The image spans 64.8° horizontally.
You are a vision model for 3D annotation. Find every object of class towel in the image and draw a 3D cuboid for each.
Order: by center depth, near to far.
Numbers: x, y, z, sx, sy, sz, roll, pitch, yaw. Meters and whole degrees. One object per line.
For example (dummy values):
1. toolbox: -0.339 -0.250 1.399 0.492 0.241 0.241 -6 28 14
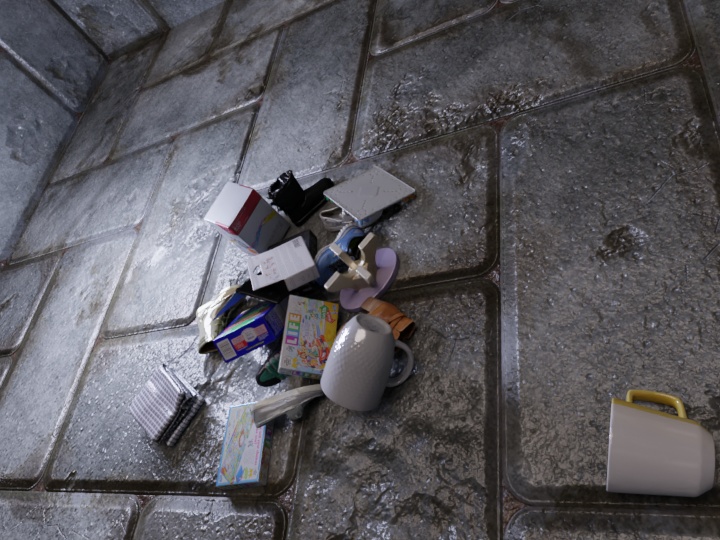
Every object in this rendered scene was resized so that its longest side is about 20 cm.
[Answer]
1. towel: -0.559 0.380 1.615 0.198 0.086 0.167 27 77 42

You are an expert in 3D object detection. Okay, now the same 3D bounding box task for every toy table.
1. toy table: 0.000 0.000 1.479 0.182 0.117 0.202 24 75 42

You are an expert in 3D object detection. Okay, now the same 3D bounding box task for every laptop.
1. laptop: -0.271 0.074 1.548 0.196 0.118 0.187 15 26 16

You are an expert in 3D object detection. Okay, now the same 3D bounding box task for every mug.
1. mug: 0.491 0.281 0.935 0.150 0.150 0.191 3 67 26
2. mug: 0.026 0.202 1.275 0.148 0.196 0.179 -112 38 -65

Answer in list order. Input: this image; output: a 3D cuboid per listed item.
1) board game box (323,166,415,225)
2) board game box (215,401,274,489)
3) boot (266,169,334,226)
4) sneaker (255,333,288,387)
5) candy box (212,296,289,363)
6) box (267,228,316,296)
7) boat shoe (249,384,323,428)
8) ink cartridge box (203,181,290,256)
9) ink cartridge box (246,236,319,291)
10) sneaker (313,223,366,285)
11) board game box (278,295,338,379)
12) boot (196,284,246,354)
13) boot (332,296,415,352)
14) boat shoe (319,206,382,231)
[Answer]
1. board game box: 0.024 -0.216 1.621 0.197 0.026 0.200 -29 42 -21
2. board game box: -0.285 0.435 1.424 0.132 0.034 0.204 -15 52 25
3. boot: -0.185 -0.246 1.743 0.199 0.163 0.073 -48 47 -5
4. sneaker: -0.205 0.220 1.506 0.199 0.075 0.087 -42 35 -14
5. candy box: -0.274 0.147 1.521 0.167 0.078 0.200 -26 9 17
6. box: -0.204 -0.007 1.672 0.157 0.044 0.204 -20 51 22
7. boat shoe: -0.172 0.334 1.393 0.197 0.070 0.073 -19 77 1
8. ink cartridge box: -0.348 -0.150 1.763 0.144 0.200 0.147 18 72 41
9. ink cartridge box: -0.215 -0.007 1.547 0.173 0.045 0.201 -24 30 -5
10. sneaker: -0.056 -0.039 1.570 0.201 0.079 0.089 -51 44 -7
11. board game box: -0.130 0.169 1.439 0.131 0.034 0.204 11 56 -11
12. boot: -0.409 0.146 1.686 0.198 0.072 0.157 -32 46 18
13. boot: 0.029 0.167 1.373 0.153 0.074 0.202 27 78 39
14. boat shoe: -0.032 -0.163 1.645 0.196 0.069 0.072 -12 52 27
